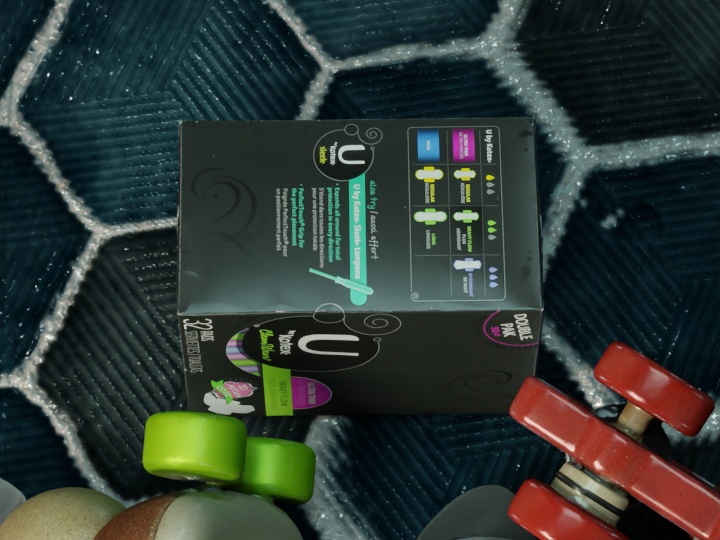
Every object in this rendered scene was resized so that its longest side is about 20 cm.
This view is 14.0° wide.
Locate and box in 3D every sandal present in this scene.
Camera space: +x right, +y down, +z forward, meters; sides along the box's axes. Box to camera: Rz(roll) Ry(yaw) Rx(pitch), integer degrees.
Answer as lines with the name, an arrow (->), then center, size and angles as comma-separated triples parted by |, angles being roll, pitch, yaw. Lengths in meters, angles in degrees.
sandal -> 0.039, 0.199, 1.599 | 0.075, 0.045, 0.200 | 38, 63, 2

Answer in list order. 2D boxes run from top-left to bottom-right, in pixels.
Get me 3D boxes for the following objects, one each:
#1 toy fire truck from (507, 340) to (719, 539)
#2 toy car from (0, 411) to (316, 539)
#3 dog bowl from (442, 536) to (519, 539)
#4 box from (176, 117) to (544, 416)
toy fire truck -> 0.174, 0.124, 1.586 | 0.200, 0.168, 0.112 | 31, 89, 13
toy car -> -0.140, 0.168, 1.597 | 0.200, 0.158, 0.165 | -1, 76, 26
dog bowl -> 0.054, 0.240, 1.545 | 0.200, 0.074, 0.201 | 1, 85, -13
box -> 0.000, 0.000, 1.646 | 0.200, 0.149, 0.125 | -1, 65, -1
